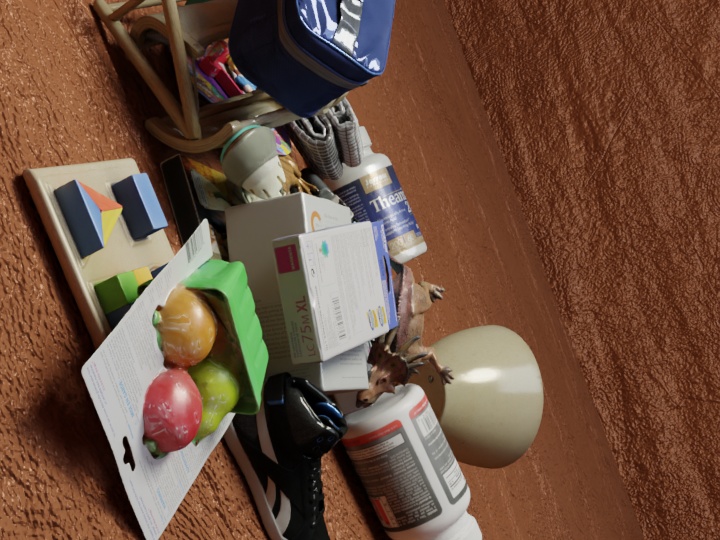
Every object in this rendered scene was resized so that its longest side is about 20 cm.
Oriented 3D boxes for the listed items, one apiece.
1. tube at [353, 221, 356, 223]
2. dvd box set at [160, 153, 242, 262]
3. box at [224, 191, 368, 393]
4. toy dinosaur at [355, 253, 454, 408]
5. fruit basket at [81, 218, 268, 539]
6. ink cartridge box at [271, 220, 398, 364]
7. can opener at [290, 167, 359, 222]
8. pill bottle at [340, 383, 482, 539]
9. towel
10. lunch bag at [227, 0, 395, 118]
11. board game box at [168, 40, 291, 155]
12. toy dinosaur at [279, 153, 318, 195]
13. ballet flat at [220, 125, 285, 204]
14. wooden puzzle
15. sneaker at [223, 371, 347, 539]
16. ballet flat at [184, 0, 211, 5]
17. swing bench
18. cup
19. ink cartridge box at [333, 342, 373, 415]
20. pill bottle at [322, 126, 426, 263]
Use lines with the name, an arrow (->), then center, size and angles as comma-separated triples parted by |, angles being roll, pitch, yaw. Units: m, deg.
tube -> 0.000, 0.000, 1.371 | 0.200, 0.049, 0.079 | 89, -10, -81
dvd box set -> -0.140, -0.036, 1.289 | 0.199, 0.029, 0.149 | 23, 46, -65
box -> -0.066, 0.032, 1.234 | 0.124, 0.096, 0.204 | 12, 71, -67
toy dinosaur -> 0.046, 0.059, 1.337 | 0.135, 0.084, 0.204 | 36, 50, -64
fruit basket -> -0.155, 0.088, 0.955 | 0.201, 0.092, 0.188 | -53, 141, -44
ink cartridge box -> -0.020, 0.016, 1.171 | 0.199, 0.041, 0.122 | -16, 97, -63
can opener -> -0.048, -0.074, 1.469 | 0.067, 0.052, 0.200 | 52, -1, -30
pill bottle -> 0.062, 0.248, 1.386 | 0.203, 0.114, 0.116 | 65, 17, -6
towel -> -0.077, -0.225, 1.510 | 0.201, 0.085, 0.166 | 57, -1, 14
lunch bag -> -0.037, -0.279, 1.202 | 0.135, 0.131, 0.203 | 29, 55, -37
board game box -> -0.143, -0.224, 1.396 | 0.199, 0.039, 0.159 | 38, 19, -28
toy dinosaur -> -0.099, -0.128, 1.421 | 0.107, 0.060, 0.201 | 64, -1, -40
ballet flat -> -0.103, -0.101, 1.223 | 0.064, 0.067, 0.200 | 48, -6, 3
wooden puzzle -> -0.204, -0.014, 1.044 | 0.188, 0.046, 0.200 | 67, 17, 0
sneaker -> -0.049, 0.195, 1.128 | 0.202, 0.111, 0.073 | 62, 19, -13
ballet flat -> -0.130, -0.319, 1.407 | 0.071, 0.198, 0.074 | -4, 95, -47
swing bench -> -0.147, -0.234, 1.262 | 0.198, 0.129, 0.203 | -26, 94, -50
cup -> 0.135, 0.176, 1.625 | 0.142, 0.200, 0.203 | 4, 60, -40
ink cartridge box -> -0.025, 0.065, 1.420 | 0.200, 0.043, 0.176 | -60, 130, -80
pill bottle -> 0.010, -0.098, 1.676 | 0.203, 0.110, 0.111 | 66, 17, -1
